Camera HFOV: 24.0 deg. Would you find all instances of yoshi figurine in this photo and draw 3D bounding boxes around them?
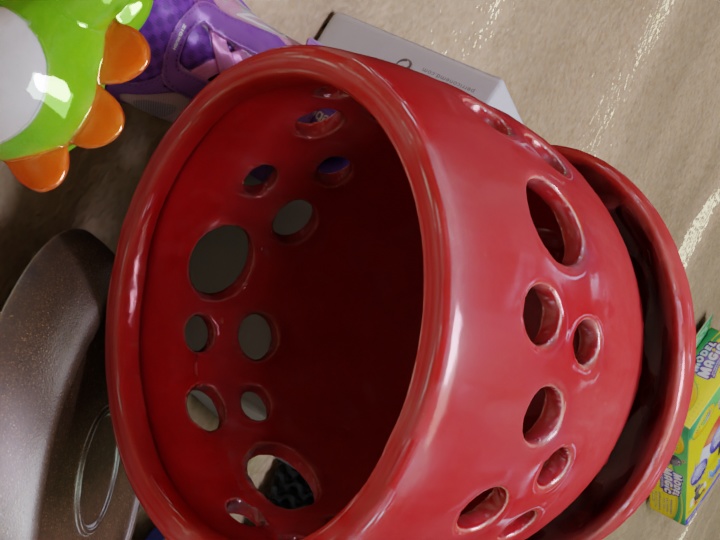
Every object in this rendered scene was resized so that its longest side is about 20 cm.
[{"bbox_3d":[-0.163,-0.054,0.593,0.200,0.112,0.112,-46,110,-4],"label":"yoshi figurine"}]

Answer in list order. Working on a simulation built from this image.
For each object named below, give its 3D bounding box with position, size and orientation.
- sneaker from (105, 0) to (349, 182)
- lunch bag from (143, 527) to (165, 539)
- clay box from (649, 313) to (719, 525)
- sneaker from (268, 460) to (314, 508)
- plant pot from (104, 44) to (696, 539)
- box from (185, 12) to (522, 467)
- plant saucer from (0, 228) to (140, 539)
[{"bbox_3d":[-0.054,-0.085,0.732,0.081,0.088,0.200,-61,152,-2],"label":"sneaker"},{"bbox_3d":[-0.083,0.243,0.877,0.201,0.169,0.124,-52,156,-18],"label":"lunch bag"},{"bbox_3d":[0.327,0.145,1.638,0.115,0.047,0.201,-49,150,-27],"label":"clay box"},{"bbox_3d":[-0.036,0.188,1.015,0.202,0.069,0.090,-62,150,-8],"label":"sneaker"},{"bbox_3d":[0.024,0.023,0.681,0.181,0.200,0.203,7,109,-42],"label":"plant pot"},{"bbox_3d":[0.000,0.000,0.878,0.201,0.106,0.152,-58,153,-12],"label":"box"},{"bbox_3d":[-0.125,0.084,0.730,0.200,0.032,0.203,9,90,-81],"label":"plant saucer"}]
